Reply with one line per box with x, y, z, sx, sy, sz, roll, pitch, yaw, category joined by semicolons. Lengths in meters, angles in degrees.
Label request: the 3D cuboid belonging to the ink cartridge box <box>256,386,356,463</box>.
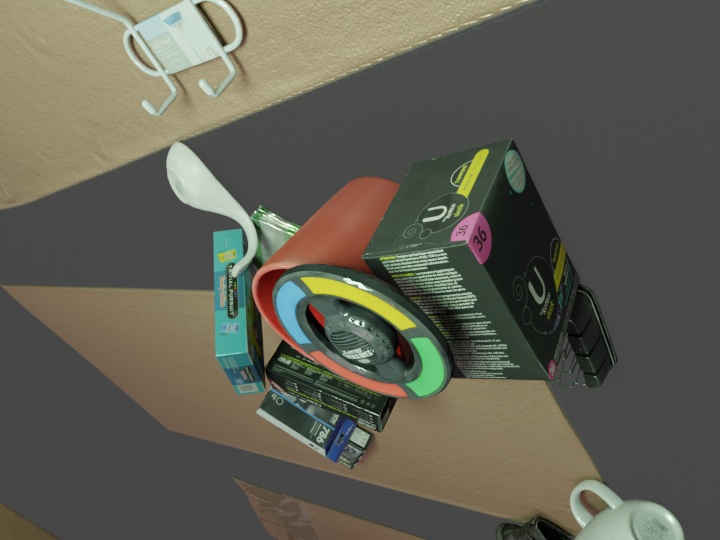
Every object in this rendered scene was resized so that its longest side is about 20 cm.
-0.105;0.299;1.348;0.199;0.100;0.039;33;147;-5;ink cartridge box

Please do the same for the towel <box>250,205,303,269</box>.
-0.067;-0.011;0.965;0.199;0.031;0.150;24;150;7;towel

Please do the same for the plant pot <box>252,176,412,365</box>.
0.000;0.000;0.775;0.199;0.178;0.201;22;147;15;plant pot

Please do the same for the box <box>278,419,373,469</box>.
-0.081;0.358;1.457;0.199;0.049;0.162;28;146;5;box

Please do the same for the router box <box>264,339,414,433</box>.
-0.025;0.139;1.012;0.198;0.150;0.062;19;147;19;router box

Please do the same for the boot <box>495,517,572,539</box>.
0.388;0.582;1.357;0.199;0.069;0.174;37;148;-6;boot

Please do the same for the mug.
0.425;0.435;1.074;0.200;0.147;0.176;49;149;30;mug

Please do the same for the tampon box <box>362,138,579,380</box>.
0.124;-0.004;0.687;0.125;0.151;0.200;-7;133;40;tampon box

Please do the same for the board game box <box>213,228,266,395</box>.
-0.181;0.064;0.987;0.046;0.202;0.151;-7;150;-2;board game box

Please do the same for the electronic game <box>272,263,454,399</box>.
0.000;0.066;0.659;0.198;0.042;0.201;21;146;15;electronic game

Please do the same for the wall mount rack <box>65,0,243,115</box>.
-0.229;-0.258;0.706;0.199;0.075;0.174;-2;135;40;wall mount rack

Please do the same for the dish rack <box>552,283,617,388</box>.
0.207;0.082;0.835;0.199;0.055;0.154;3;137;40;dish rack

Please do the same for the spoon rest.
-0.204;-0.091;0.915;0.201;0.060;0.099;57;153;3;spoon rest
